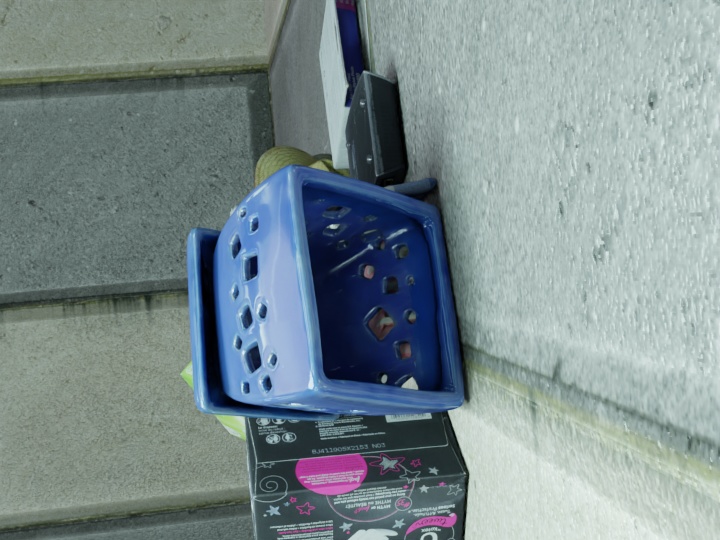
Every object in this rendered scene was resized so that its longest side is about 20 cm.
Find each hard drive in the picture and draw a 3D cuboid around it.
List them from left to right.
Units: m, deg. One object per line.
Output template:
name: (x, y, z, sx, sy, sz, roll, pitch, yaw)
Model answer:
hard drive: (0.015, -0.139, 1.232, 0.200, 0.042, 0.135, 119, 145, -77)

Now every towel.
towel: (-0.035, -0.063, 1.059, 0.147, 0.200, 0.024, 150, 109, -82)

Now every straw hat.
straw hat: (-0.050, -0.110, 1.531, 0.085, 0.201, 0.201, -30, 58, 39)

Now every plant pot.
plant pot: (-0.043, 0.039, 0.960, 0.180, 0.200, 0.200, -20, 69, 38)

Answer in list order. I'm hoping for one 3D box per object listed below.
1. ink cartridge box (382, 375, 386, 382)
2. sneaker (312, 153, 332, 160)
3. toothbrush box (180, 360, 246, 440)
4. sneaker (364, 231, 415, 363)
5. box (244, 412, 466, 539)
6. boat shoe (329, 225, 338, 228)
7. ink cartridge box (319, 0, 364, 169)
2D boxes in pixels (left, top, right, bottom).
ink cartridge box: (-0.020, 0.243, 1.349, 0.086, 0.148, 0.200, -123, 31, -74)
sneaker: (-0.056, -0.083, 1.680, 0.106, 0.075, 0.200, 82, -177, -56)
toothbrush box: (-0.131, 0.180, 1.470, 0.200, 0.086, 0.146, 12, 145, 43)
sneaker: (0.031, 0.018, 1.086, 0.200, 0.075, 0.105, -102, 4, -65)
box: (-0.009, 0.208, 1.045, 0.132, 0.200, 0.115, -106, 14, -56)
boat shoe: (0.000, 0.000, 1.222, 0.072, 0.068, 0.200, 54, 163, 45)
ink cartridge box: (-0.020, -0.268, 1.413, 0.200, 0.043, 0.196, 107, 158, -64)
